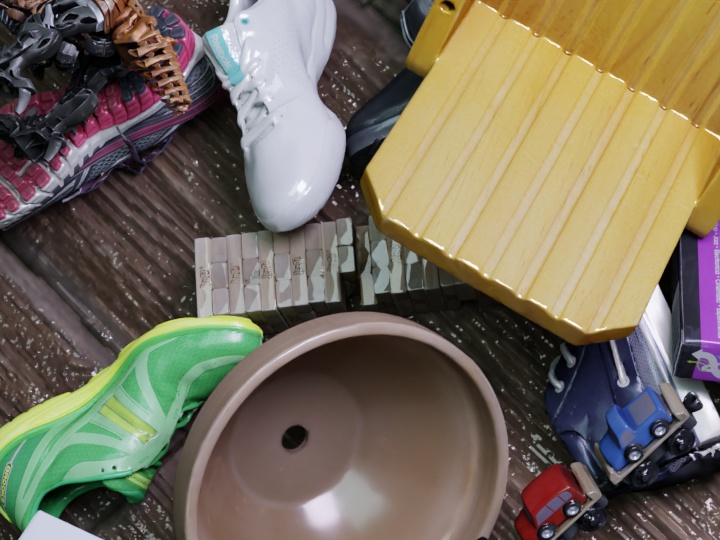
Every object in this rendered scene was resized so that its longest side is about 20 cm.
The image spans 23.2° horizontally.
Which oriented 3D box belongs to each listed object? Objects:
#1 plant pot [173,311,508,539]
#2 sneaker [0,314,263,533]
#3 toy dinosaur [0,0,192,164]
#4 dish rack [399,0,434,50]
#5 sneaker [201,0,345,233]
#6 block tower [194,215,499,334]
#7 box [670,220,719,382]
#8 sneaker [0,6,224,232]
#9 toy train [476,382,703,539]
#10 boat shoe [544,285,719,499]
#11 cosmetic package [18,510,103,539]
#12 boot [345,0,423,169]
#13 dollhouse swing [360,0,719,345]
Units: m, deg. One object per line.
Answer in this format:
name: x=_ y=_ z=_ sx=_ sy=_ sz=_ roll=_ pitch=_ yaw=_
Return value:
plant pot: x=-0.022 y=0.111 z=1.014 sx=0.201 sy=0.201 sz=0.093 roll=-46 pitch=31 yaw=-7
sneaker: x=-0.137 y=0.097 z=1.074 sx=0.200 sy=0.074 sz=0.084 roll=-34 pitch=67 yaw=8
toy dinosaur: x=-0.177 y=-0.144 z=1.072 sx=0.136 sy=0.102 sz=0.200 roll=-45 pitch=31 yaw=-16
dish rack: x=0.087 y=-0.241 z=1.081 sx=0.153 sy=0.055 sz=0.201 roll=-10 pitch=79 yaw=-3
sneaker: x=-0.063 y=-0.114 z=1.091 sx=0.075 sy=0.088 sz=0.201 roll=-30 pitch=45 yaw=29
block tower: x=0.000 y=0.000 z=1.090 sx=0.199 sy=0.058 sz=0.054 roll=-7 pitch=71 yaw=5
box: x=0.278 y=0.010 z=1.004 sx=0.199 sy=0.036 sz=0.143 roll=6 pitch=46 yaw=3
sneaker: x=-0.176 y=-0.082 z=1.139 sx=0.200 sy=0.075 sz=0.081 roll=-33 pitch=55 yaw=12
toy train: x=0.112 y=0.133 z=0.988 sx=0.200 sy=0.046 sz=0.034 roll=-44 pitch=29 yaw=14
boat shoe: x=0.141 y=0.042 z=1.042 sx=0.092 sy=0.075 sz=0.201 roll=-25 pitch=69 yaw=8
cosmetic package: x=-0.097 y=0.225 z=0.980 sx=0.199 sy=0.151 sz=0.052 roll=22 pitch=59 yaw=15
boot: x=0.033 y=-0.180 z=1.133 sx=0.164 sy=0.066 sz=0.201 roll=-21 pitch=74 yaw=-8
dollhouse swing: x=0.123 y=-0.097 z=0.940 sx=0.200 sy=0.182 sz=0.176 roll=31 pitch=42 yaw=3
